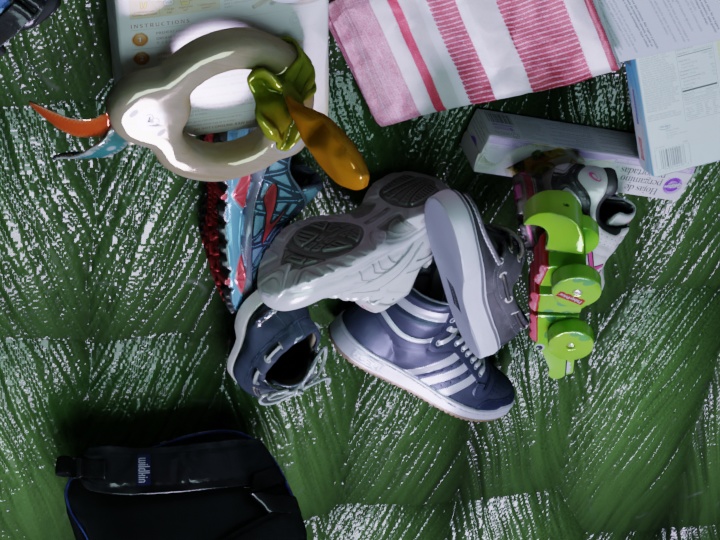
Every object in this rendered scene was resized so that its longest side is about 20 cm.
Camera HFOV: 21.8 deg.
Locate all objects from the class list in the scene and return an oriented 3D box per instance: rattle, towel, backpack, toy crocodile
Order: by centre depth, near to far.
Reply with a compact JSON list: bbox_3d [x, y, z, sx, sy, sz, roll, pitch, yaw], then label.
[{"bbox_3d":[-0.115,-0.081,1.295,0.199,0.143,0.130,-9,151,-22],"label":"rattle"},{"bbox_3d":[0.082,-0.178,1.408,0.199,0.023,0.144,-11,137,19],"label":"towel"},{"bbox_3d":[0.157,0.015,1.491,0.062,0.068,0.200,1,144,3],"label":"toy crocodile"},{"bbox_3d":[-0.148,0.236,1.635,0.190,0.201,0.154,-19,165,-12],"label":"backpack"}]

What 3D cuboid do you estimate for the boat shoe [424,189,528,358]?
[{"bbox_3d":[0.102,-0.004,1.493,0.066,0.070,0.200,-28,140,-8],"label":"boat shoe"}]

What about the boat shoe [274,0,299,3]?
[{"bbox_3d":[-0.052,-0.277,1.220,0.073,0.065,0.201,-6,94,-12],"label":"boat shoe"}]

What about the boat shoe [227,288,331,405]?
[{"bbox_3d":[-0.064,0.072,1.558,0.075,0.062,0.200,-29,160,-21],"label":"boat shoe"}]

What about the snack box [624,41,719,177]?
[{"bbox_3d":[0.317,-0.158,1.516,0.199,0.037,0.117,-15,112,-6],"label":"snack box"}]

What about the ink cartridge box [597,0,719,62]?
[{"bbox_3d":[0.189,-0.236,1.372,0.199,0.043,0.196,-11,138,27],"label":"ink cartridge box"}]

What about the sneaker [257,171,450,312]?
[{"bbox_3d":[0.000,0.000,1.490,0.200,0.078,0.100,-27,131,-36],"label":"sneaker"}]

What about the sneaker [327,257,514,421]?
[{"bbox_3d":[0.080,0.058,1.629,0.200,0.070,0.109,24,121,-31],"label":"sneaker"}]

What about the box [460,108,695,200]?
[{"bbox_3d":[0.181,-0.095,1.548,0.199,0.042,0.039,6,129,-24],"label":"box"}]

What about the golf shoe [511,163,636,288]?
[{"bbox_3d":[0.188,-0.025,1.556,0.092,0.073,0.200,-12,155,12],"label":"golf shoe"}]

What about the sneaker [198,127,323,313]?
[{"bbox_3d":[-0.074,-0.047,1.478,0.095,0.079,0.200,-8,133,-15],"label":"sneaker"}]

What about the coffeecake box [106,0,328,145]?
[{"bbox_3d":[-0.103,-0.199,1.336,0.153,0.073,0.200,-9,132,-11],"label":"coffeecake box"}]

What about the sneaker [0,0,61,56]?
[{"bbox_3d":[-0.242,-0.226,1.260,0.111,0.077,0.200,21,125,-26],"label":"sneaker"}]
